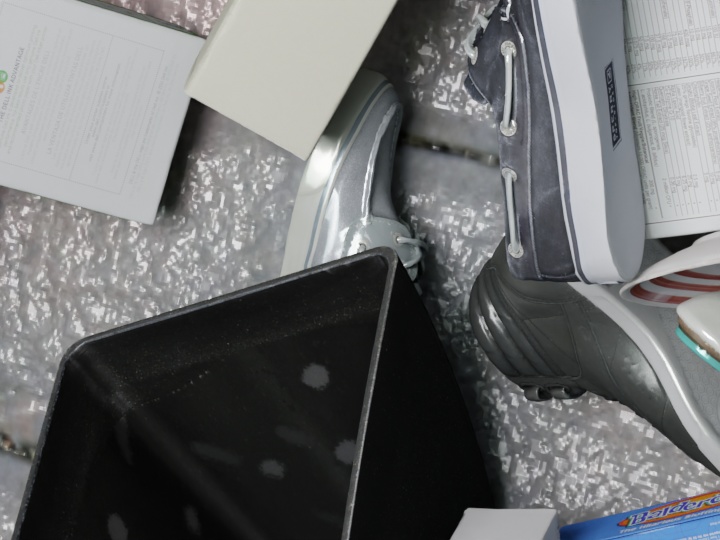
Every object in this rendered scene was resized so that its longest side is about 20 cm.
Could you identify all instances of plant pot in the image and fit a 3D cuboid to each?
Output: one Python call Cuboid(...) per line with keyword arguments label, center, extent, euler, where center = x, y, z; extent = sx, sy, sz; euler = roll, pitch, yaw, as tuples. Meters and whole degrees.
Cuboid(label="plant pot", center=(-0.036, 0.140, 1.264), extent=(0.198, 0.178, 0.201), euler=(-17, 40, 27))

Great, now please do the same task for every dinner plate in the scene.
Cuboid(label="dinner plate", center=(0.213, -0.006, 1.161), extent=(0.199, 0.200, 0.024), euler=(-7, 83, 25))

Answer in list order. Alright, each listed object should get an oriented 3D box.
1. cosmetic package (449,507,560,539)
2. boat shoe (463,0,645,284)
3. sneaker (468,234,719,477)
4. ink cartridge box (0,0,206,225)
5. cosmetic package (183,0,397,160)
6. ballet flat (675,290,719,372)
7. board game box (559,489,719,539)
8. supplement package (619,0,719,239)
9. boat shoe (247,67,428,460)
Cuboid(label="cosmetic package", center=(0.073, 0.218, 1.215), extent=(0.050, 0.083, 0.202), euler=(-2, 109, 16))
Cuboid(label="boat shoe", center=(0.075, -0.091, 1.118), extent=(0.067, 0.072, 0.202), euler=(-1, 111, 23))
Cuboid(label="sneaker", center=(0.135, 0.049, 1.278), extent=(0.200, 0.071, 0.099), euler=(46, 143, -3))
Cuboid(label="ink cartridge box", center=(-0.190, -0.102, 1.366), extent=(0.059, 0.199, 0.105), euler=(34, 108, 66))
Cuboid(label="cosmetic package", center=(-0.005, -0.166, 1.272), extent=(0.073, 0.104, 0.201), euler=(29, 108, -7))
Cuboid(label="ballet flat", center=(0.220, 0.045, 1.175), extent=(0.069, 0.199, 0.070), euler=(-31, 42, 33))
Cuboid(label="board game box", center=(0.186, 0.204, 1.231), extent=(0.151, 0.045, 0.202), euler=(-15, 97, 24))
Cuboid(label="supplement package", center=(0.193, -0.109, 1.182), extent=(0.198, 0.152, 0.152), euler=(-7, 102, 25))
Cuboid(label="boat shoe", center=(0.000, 0.001, 1.343), extent=(0.071, 0.070, 0.202), euler=(17, 100, 13))
